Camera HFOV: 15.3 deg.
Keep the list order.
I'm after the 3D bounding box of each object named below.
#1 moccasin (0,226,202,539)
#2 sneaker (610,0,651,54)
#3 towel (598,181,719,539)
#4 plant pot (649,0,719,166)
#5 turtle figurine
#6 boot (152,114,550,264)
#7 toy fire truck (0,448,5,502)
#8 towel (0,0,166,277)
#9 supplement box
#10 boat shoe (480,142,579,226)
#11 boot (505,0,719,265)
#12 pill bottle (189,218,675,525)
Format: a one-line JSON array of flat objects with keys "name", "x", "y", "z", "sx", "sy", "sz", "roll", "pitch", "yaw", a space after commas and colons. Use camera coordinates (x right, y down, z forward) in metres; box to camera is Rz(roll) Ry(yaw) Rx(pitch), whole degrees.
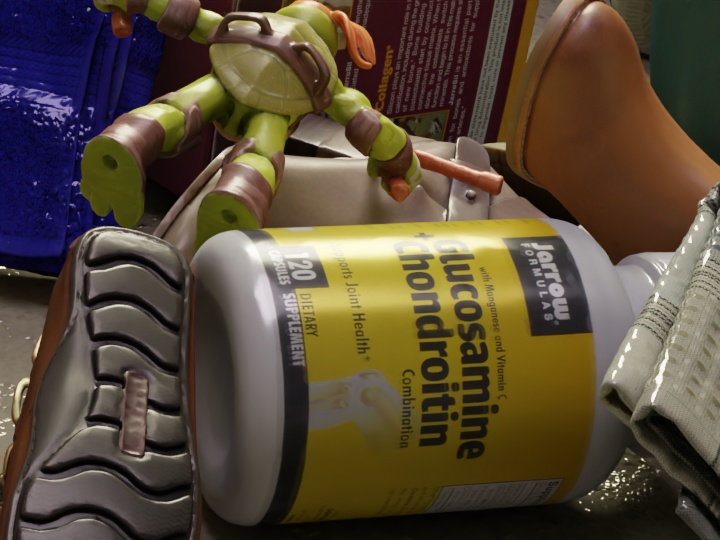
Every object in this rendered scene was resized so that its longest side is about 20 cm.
[{"name": "moccasin", "x": -0.100, "y": 0.076, "z": 0.959, "sx": 0.074, "sy": 0.078, "sz": 0.201, "roll": 11, "pitch": 45, "yaw": -17}, {"name": "sneaker", "x": 0.238, "y": -0.165, "z": 1.521, "sx": 0.200, "sy": 0.075, "sz": 0.085, "roll": 4, "pitch": 31, "yaw": -7}, {"name": "towel", "x": 0.171, "y": 0.077, "z": 0.976, "sx": 0.193, "sy": 0.035, "sz": 0.200, "roll": 49, "pitch": 28, "yaw": -8}, {"name": "plant pot", "x": 0.228, "y": -0.093, "z": 1.281, "sx": 0.200, "sy": 0.161, "sz": 0.201, "roll": 6, "pitch": 26, "yaw": -3}, {"name": "turtle figurine", "x": -0.036, "y": -0.066, "z": 1.103, "sx": 0.200, "sy": 0.064, "sz": 0.161, "roll": 36, "pitch": 42, "yaw": -4}, {"name": "boot", "x": 0.000, "y": 0.000, "z": 1.154, "sx": 0.146, "sy": 0.070, "sz": 0.200, "roll": 27, "pitch": 44, "yaw": 11}, {"name": "toy fire truck", "x": -0.239, "y": 0.034, "z": 0.985, "sx": 0.200, "sy": 0.129, "sz": 0.176, "roll": 6, "pitch": 25, "yaw": 20}, {"name": "towel", "x": -0.160, "y": -0.102, "z": 1.177, "sx": 0.148, "sy": 0.200, "sz": 0.050, "roll": 10, "pitch": -10, "yaw": 4}, {"name": "supplement box", "x": -0.017, "y": -0.106, "z": 1.286, "sx": 0.200, "sy": 0.110, "sz": 0.086, "roll": -11, "pitch": 31, "yaw": -41}, {"name": "boat shoe", "x": 0.136, "y": -0.024, "z": 1.219, "sx": 0.200, "sy": 0.073, "sz": 0.065, "roll": 22, "pitch": 35, "yaw": 27}, {"name": "boot", "x": 0.146, "y": -0.023, "z": 1.094, "sx": 0.155, "sy": 0.200, "sz": 0.074, "roll": 26, "pitch": 64, "yaw": 31}, {"name": "pill bottle", "x": 0.037, "y": 0.037, "z": 1.031, "sx": 0.200, "sy": 0.112, "sz": 0.112, "roll": -3, "pitch": 28, "yaw": -19}]
